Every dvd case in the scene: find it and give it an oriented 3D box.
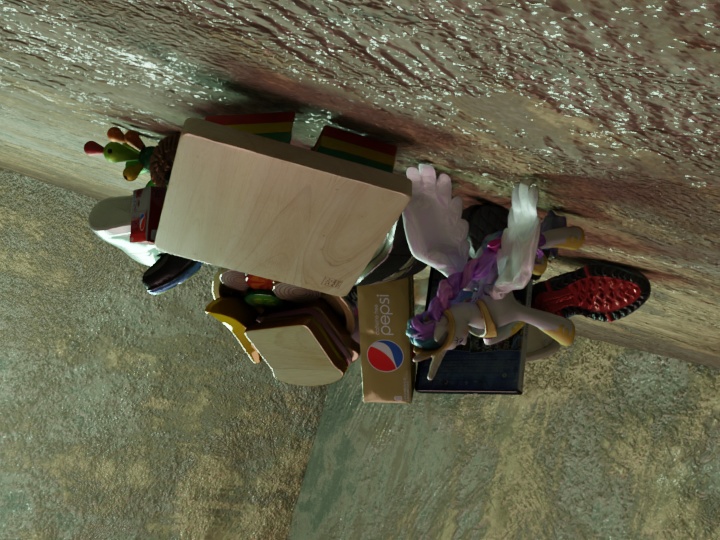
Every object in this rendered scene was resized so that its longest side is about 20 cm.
[{"bbox_3d":[0.144,0.057,1.189,0.143,0.200,0.018,-4,157,33],"label":"dvd case"}]

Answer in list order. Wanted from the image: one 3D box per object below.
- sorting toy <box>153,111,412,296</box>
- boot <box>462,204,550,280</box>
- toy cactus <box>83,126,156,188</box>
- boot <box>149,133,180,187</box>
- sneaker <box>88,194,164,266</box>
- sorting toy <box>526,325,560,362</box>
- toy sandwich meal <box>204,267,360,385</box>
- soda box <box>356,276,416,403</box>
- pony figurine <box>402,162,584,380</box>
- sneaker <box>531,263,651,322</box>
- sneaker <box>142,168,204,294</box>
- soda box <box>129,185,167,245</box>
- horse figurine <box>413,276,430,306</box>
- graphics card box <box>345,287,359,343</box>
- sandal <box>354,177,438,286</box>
[{"bbox_3d":[-0.076,-0.071,0.879,0.199,0.070,0.200,15,149,-12],"label":"sorting toy"},{"bbox_3d":[0.126,-0.038,1.104,0.132,0.070,0.200,20,175,34],"label":"boot"},{"bbox_3d":[-0.249,-0.129,1.247,0.165,0.102,0.200,3,163,27],"label":"toy cactus"},{"bbox_3d":[-0.164,-0.114,1.144,0.200,0.075,0.107,12,180,34],"label":"boot"},{"bbox_3d":[-0.239,-0.053,1.231,0.200,0.074,0.118,0,155,26],"label":"sneaker"},{"bbox_3d":[0.162,0.048,1.350,0.200,0.107,0.180,53,177,-11],"label":"sorting toy"},{"bbox_3d":[-0.098,0.064,1.164,0.205,0.070,0.205,12,144,9],"label":"toy sandwich meal"},{"bbox_3d":[0.033,0.062,1.165,0.064,0.200,0.068,0,-155,9],"label":"soda box"},{"bbox_3d":[0.128,-0.001,0.902,0.200,0.193,0.166,-7,-164,-40],"label":"pony figurine"},{"bbox_3d":[0.316,0.020,1.282,0.095,0.079,0.200,-25,-171,-34],"label":"sneaker"},{"bbox_3d":[-0.174,-0.066,0.988,0.083,0.200,0.071,29,-169,-14],"label":"sneaker"},{"bbox_3d":[-0.157,-0.053,1.087,0.200,0.063,0.070,5,177,-30],"label":"soda box"},{"bbox_3d":[0.100,0.052,1.454,0.200,0.133,0.050,-13,-172,-7],"label":"horse figurine"},{"bbox_3d":[0.000,0.000,1.208,0.125,0.200,0.051,17,-154,3],"label":"graphics card box"},{"bbox_3d":[0.044,-0.044,1.023,0.080,0.057,0.201,-7,149,-26],"label":"sandal"}]
